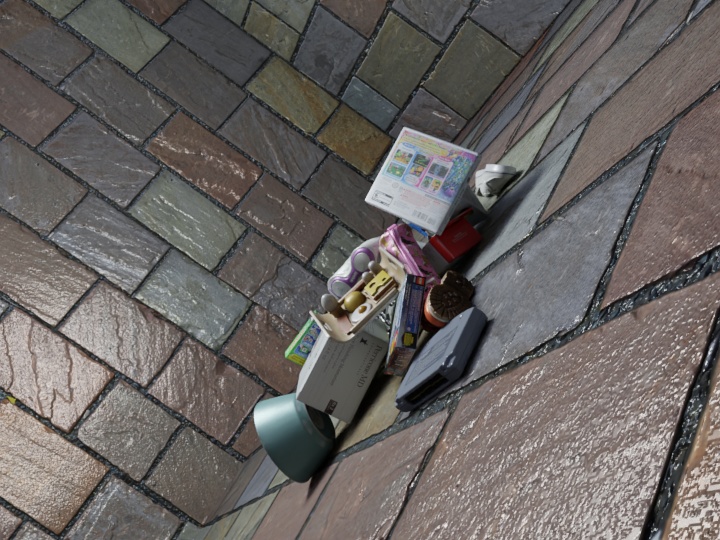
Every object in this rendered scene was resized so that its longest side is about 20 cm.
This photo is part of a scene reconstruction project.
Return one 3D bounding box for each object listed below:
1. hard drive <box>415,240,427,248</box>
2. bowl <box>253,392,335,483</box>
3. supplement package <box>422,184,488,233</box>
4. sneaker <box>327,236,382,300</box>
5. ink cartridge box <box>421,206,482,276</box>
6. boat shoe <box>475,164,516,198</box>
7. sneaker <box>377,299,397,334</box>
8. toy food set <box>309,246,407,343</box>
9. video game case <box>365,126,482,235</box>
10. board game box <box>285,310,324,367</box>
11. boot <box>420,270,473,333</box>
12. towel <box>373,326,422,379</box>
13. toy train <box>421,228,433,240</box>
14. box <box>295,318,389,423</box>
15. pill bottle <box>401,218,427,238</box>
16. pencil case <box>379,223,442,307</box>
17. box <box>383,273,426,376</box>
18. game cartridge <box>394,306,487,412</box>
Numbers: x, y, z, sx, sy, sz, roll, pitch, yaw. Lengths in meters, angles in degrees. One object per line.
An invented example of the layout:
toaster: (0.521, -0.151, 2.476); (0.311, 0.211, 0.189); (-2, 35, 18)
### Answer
hard drive: (0.108, -0.015, 1.735); (0.132, 0.200, 0.027); (-53, 42, 33)
bowl: (-0.127, 0.345, 1.619); (0.105, 0.201, 0.201); (-33, 8, 12)
supplement package: (0.184, -0.148, 1.643); (0.114, 0.110, 0.200); (-35, -19, 17)
sneaker: (0.000, 0.000, 1.651); (0.100, 0.075, 0.200); (-44, -3, -47)
ink cartridge box: (0.179, -0.038, 1.604); (0.116, 0.067, 0.200); (-33, -13, -42)
boat shoe: (0.312, -0.205, 1.762); (0.200, 0.071, 0.070); (179, 99, -81)
sneaker: (0.095, 0.098, 1.765); (0.078, 0.090, 0.200); (60, 143, 43)
toy food set: (-0.006, 0.044, 1.477); (0.200, 0.060, 0.144); (-44, 26, -2)
video game case: (0.127, -0.188, 1.547); (0.024, 0.200, 0.182); (30, -92, -55)
board game box: (-0.059, 0.195, 1.779); (0.135, 0.200, 0.029); (-54, 21, 16)
boot: (0.141, 0.076, 1.316); (0.107, 0.075, 0.200); (-57, -7, 19)
towel: (0.093, 0.138, 1.619); (0.200, 0.036, 0.148); (-58, 5, -35)
toy train: (0.136, -0.143, 1.758); (0.034, 0.200, 0.046); (-36, -14, 18)
box: (-0.038, 0.194, 1.638); (0.199, 0.131, 0.200); (-64, 6, 7)
pill bottle: (0.171, -0.143, 1.843); (0.112, 0.200, 0.112); (-54, 3, 5)
pencil case: (0.109, -0.004, 1.521); (0.200, 0.083, 0.087); (61, 141, 35)
box: (0.081, 0.106, 1.382); (0.200, 0.040, 0.137); (101, 179, -69)
game cartridge: (0.127, 0.139, 1.184); (0.133, 0.040, 0.200); (-62, 7, -35)
